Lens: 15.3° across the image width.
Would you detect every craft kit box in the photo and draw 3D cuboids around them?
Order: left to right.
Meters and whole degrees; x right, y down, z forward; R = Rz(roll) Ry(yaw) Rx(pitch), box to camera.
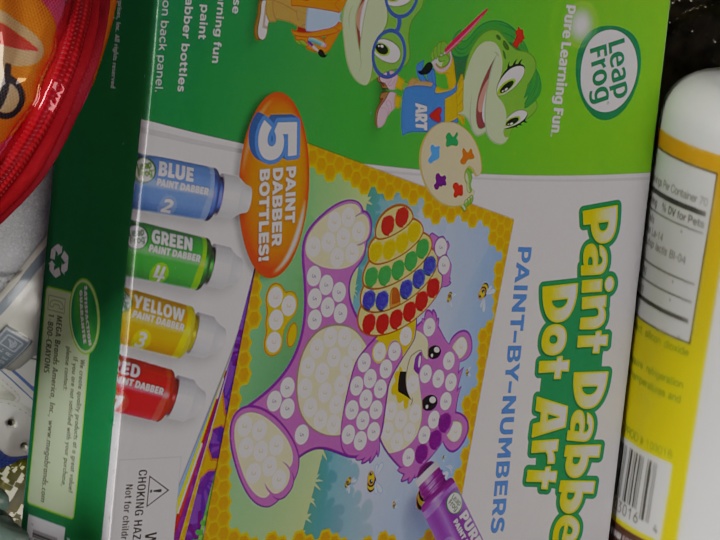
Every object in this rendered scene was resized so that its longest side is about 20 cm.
[{"bbox_3d":[0.000,0.000,0.773,0.197,0.048,0.201,0,99,-44],"label":"craft kit box"}]

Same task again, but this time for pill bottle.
[{"bbox_3d":[0.139,0.007,0.832,0.109,0.109,0.201,2,105,-23],"label":"pill bottle"}]

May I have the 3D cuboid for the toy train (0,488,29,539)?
[{"bbox_3d":[-0.158,0.065,0.719,0.114,0.200,0.086,28,87,-15],"label":"toy train"}]

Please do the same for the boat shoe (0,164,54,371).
[{"bbox_3d":[-0.078,-0.066,0.787,0.071,0.070,0.201,38,58,-15],"label":"boat shoe"}]

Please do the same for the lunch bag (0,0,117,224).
[{"bbox_3d":[-0.138,-0.077,0.714,0.082,0.201,0.176,25,133,-29],"label":"lunch bag"}]

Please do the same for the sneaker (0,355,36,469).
[{"bbox_3d":[-0.087,0.026,0.844,0.199,0.075,0.089,22,86,-18],"label":"sneaker"}]
